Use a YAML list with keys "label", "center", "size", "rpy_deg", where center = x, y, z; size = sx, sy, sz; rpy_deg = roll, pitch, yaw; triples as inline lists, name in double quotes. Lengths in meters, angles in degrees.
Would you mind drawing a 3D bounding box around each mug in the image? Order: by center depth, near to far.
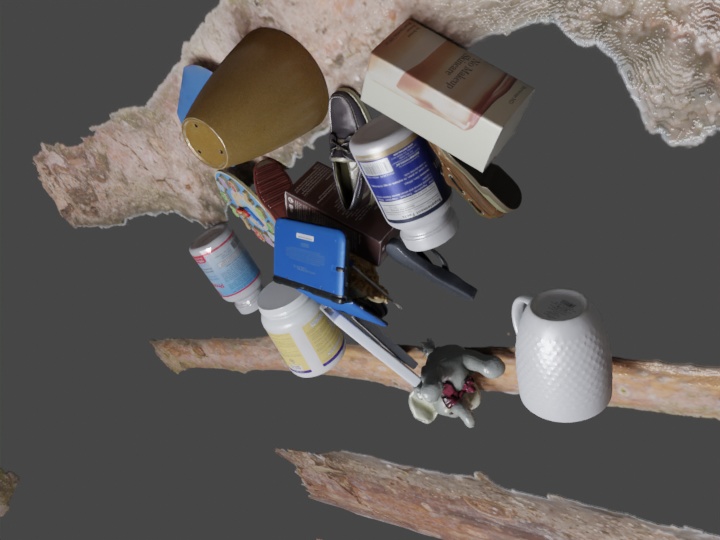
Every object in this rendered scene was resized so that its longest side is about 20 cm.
- label: "mug"
  center: [0.307, 0.113, 1.121]
  size: [0.200, 0.148, 0.175]
  rpy_deg: [-133, 25, -55]

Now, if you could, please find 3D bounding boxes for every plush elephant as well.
- label: "plush elephant"
  center: [0.179, 0.234, 1.363]
  size: [0.200, 0.165, 0.155]
  rpy_deg: [-143, 33, -66]

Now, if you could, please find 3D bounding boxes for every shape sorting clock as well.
- label: "shape sorting clock"
  center: [-0.224, -0.121, 1.411]
  size: [0.200, 0.039, 0.200]
  rpy_deg: [40, 166, 12]

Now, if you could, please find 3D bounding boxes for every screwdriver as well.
- label: "screwdriver"
  center: [0.000, 0.000, 1.215]
  size: [0.200, 0.028, 0.029]
  rpy_deg: [37, 125, -3]

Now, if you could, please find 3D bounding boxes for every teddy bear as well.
- label: "teddy bear"
  center: [-0.015, -0.014, 1.302]
  size: [0.145, 0.200, 0.067]
  rpy_deg: [23, 114, -30]

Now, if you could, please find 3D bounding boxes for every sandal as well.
- label: "sandal"
  center: [0.122, -0.010, 1.201]
  size: [0.200, 0.043, 0.076]
  rpy_deg: [30, 172, -31]

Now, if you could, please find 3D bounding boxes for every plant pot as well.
- label: "plant pot"
  center: [-0.182, -0.254, 1.119]
  size: [0.186, 0.200, 0.186]
  rpy_deg: [26, 145, 20]

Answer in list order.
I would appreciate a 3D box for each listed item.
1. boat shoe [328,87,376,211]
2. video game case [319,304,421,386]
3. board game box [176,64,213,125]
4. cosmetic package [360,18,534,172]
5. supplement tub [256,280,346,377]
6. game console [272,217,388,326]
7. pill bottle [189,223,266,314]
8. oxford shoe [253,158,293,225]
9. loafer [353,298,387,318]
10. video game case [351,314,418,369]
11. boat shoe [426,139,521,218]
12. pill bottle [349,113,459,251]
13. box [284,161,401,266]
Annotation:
- label: "boat shoe"
  center: [-0.018, -0.189, 1.127]
  size: [0.072, 0.065, 0.200]
  rpy_deg: [13, 125, 36]
- label: "video game case"
  center: [0.015, 0.138, 1.347]
  size: [0.200, 0.024, 0.182]
  rpy_deg: [40, 176, -12]
- label: "board game box"
  center: [-0.269, -0.295, 1.309]
  size: [0.158, 0.039, 0.200]
  rpy_deg: [41, 142, 9]
- label: "cosmetic package"
  center: [0.113, -0.234, 0.931]
  size: [0.200, 0.103, 0.087]
  rpy_deg: [32, 147, 11]
- label: "supplement tub"
  center: [-0.131, 0.121, 1.551]
  size: [0.145, 0.145, 0.200]
  rpy_deg: [6, 133, 41]
- label: "game console"
  center: [-0.051, 0.001, 1.205]
  size: [0.200, 0.118, 0.171]
  rpy_deg: [15, 106, 48]
- label: "pill bottle"
  center: [-0.295, 0.000, 1.610]
  size: [0.109, 0.109, 0.200]
  rpy_deg: [-1, 128, 46]
- label: "oxford shoe"
  center: [-0.149, -0.117, 1.323]
  size: [0.075, 0.070, 0.200]
  rpy_deg: [95, 152, -70]
- label: "loafer"
  center: [-0.036, 0.041, 1.436]
  size: [0.200, 0.063, 0.072]
  rpy_deg: [42, 148, -1]
- label: "video game case"
  center: [0.046, 0.139, 1.425]
  size: [0.143, 0.018, 0.200]
  rpy_deg: [42, 176, -2]
- label: "boat shoe"
  center: [0.145, -0.151, 1.020]
  size: [0.200, 0.072, 0.068]
  rpy_deg: [49, 145, -11]
- label: "pill bottle"
  center: [0.073, -0.135, 1.073]
  size: [0.116, 0.116, 0.200]
  rpy_deg: [3, 132, 44]
- label: "box"
  center: [-0.023, -0.101, 1.226]
  size: [0.200, 0.100, 0.075]
  rpy_deg: [29, 146, 20]
